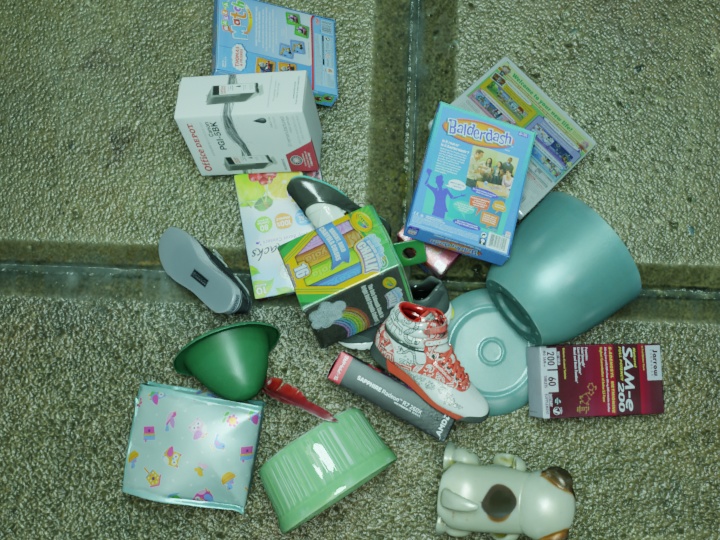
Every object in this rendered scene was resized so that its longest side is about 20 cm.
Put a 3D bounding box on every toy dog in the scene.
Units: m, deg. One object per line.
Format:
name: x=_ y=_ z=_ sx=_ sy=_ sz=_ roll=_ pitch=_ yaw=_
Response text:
toy dog: x=0.214 y=0.327 z=1.191 sx=0.197 sy=0.194 sz=0.142 roll=7 pitch=71 yaw=9

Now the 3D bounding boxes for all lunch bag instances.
lunch bag: x=-0.256 y=0.267 z=1.244 sx=0.197 sy=0.122 sz=0.173 roll=9 pitch=85 yaw=-3

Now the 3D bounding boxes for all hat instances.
hat: x=-0.170 y=0.187 z=1.193 sx=0.164 sy=0.200 sz=0.178 roll=-4 pitch=62 yaw=-34

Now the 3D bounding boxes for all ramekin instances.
ramekin: x=-0.053 y=0.289 z=1.199 sx=0.199 sy=0.200 sz=0.098 roll=-33 pitch=76 yaw=-2

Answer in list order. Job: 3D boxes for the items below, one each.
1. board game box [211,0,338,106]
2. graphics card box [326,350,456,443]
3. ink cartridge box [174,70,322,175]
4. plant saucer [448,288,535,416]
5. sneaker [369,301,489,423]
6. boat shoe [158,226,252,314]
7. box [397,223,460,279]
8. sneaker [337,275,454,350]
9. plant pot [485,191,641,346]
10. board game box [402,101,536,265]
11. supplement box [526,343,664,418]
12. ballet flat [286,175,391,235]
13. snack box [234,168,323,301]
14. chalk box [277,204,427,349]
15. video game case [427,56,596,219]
board game box: x=-0.134 y=-0.350 z=1.289 sx=0.197 sy=0.037 sz=0.154 roll=8 pitch=65 yaw=-23
graphics card box: x=0.047 y=0.189 z=1.239 sx=0.198 sy=0.126 sz=0.051 roll=29 pitch=85 yaw=5
ink cartridge box: x=-0.167 y=-0.222 z=1.251 sx=0.196 sy=0.147 sz=0.084 roll=-2 pitch=59 yaw=8
plant saucer: x=0.205 y=0.128 z=1.285 sx=0.196 sy=0.036 sz=0.204 roll=0 pitch=83 yaw=2
sneaker: x=0.114 y=0.127 z=1.168 sx=0.200 sy=0.067 sz=0.109 roll=33 pitch=121 yaw=11
boat shoe: x=-0.244 y=0.001 z=1.297 sx=0.198 sy=0.068 sz=0.074 roll=34 pitch=97 yaw=29
box: x=0.153 y=-0.090 z=1.278 sx=0.095 sy=0.100 sz=0.200 roll=41 pitch=86 yaw=7
sneaker: x=0.046 y=0.058 z=1.266 sx=0.197 sy=0.075 sz=0.086 roll=-15 pitch=128 yaw=-7
plant pot: x=0.283 y=0.013 z=1.205 sx=0.160 sy=0.201 sz=0.201 roll=-38 pitch=84 yaw=-8
board game box: x=0.157 y=-0.125 z=1.167 sx=0.150 sy=0.045 sz=0.203 roll=17 pitch=72 yaw=-1
supplement box: x=0.358 y=0.167 z=1.246 sx=0.197 sy=0.061 sz=0.111 roll=-1 pitch=84 yaw=-11
ballet flat: x=-0.028 y=-0.078 z=1.252 sx=0.198 sy=0.068 sz=0.069 roll=24 pitch=50 yaw=-31
snack box: x=-0.115 y=-0.065 z=1.308 sx=0.140 sy=0.053 sz=0.203 roll=-11 pitch=84 yaw=1
chalk box: x=0.000 y=0.000 z=1.193 sx=0.198 sy=0.125 sz=0.125 roll=-24 pitch=56 yaw=-3
video game case: x=0.231 y=-0.205 z=1.240 sx=0.182 sy=0.022 sz=0.200 roll=-42 pitch=81 yaw=-18
